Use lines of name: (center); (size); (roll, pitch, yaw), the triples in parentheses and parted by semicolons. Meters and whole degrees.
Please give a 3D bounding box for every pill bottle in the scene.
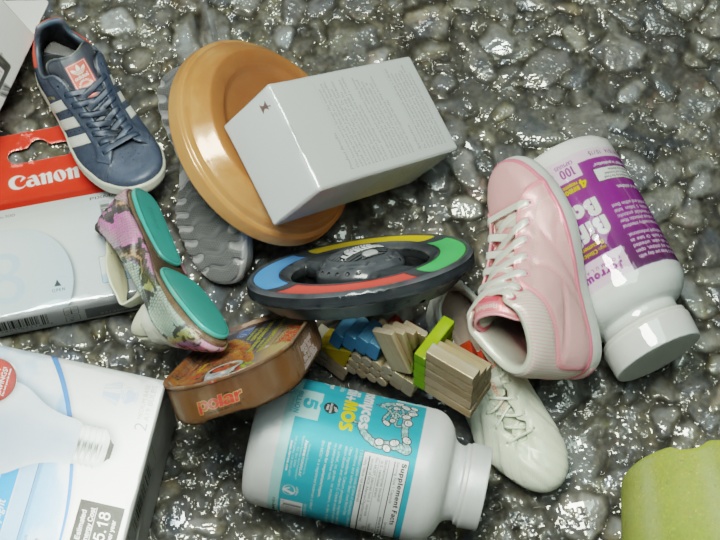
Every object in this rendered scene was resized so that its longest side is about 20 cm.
pill bottle: (0.218, -0.009, 1.277); (0.111, 0.113, 0.202); (-22, 68, -12)
pill bottle: (0.007, 0.159, 1.195); (0.197, 0.111, 0.112); (13, 66, 2)

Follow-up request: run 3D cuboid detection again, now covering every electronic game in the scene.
electronic game: (0.000, 0.000, 1.233); (0.197, 0.200, 0.042); (-10, 103, -7)

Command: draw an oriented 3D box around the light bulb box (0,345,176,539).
light bulb box: (-0.270, 0.177, 1.167); (0.197, 0.125, 0.201); (11, 67, 1)

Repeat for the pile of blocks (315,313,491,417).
pile of blocks: (0.035, 0.058, 1.224); (0.198, 0.083, 0.062); (12, 49, 40)

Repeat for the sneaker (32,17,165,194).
sneaker: (-0.247, -0.154, 1.316); (0.074, 0.085, 0.200); (-31, 61, -20)

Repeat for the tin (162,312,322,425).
tin: (-0.092, 0.076, 1.179); (0.111, 0.200, 0.042); (-21, 98, 13)

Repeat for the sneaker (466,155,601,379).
sneaker: (0.133, -0.002, 1.214); (0.104, 0.075, 0.203); (-5, 74, -40)

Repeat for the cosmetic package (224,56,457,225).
cosmetic package: (-0.014, -0.118, 1.274); (0.199, 0.071, 0.102); (-19, 79, -49)

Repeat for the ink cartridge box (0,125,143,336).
ink cartridge box: (-0.283, -0.049, 1.307); (0.158, 0.047, 0.203); (-11, 69, -8)

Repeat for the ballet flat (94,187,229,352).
ballet flat: (-0.174, 0.014, 1.221); (0.071, 0.069, 0.201); (-44, 53, 13)

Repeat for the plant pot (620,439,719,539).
plant pot: (0.281, 0.245, 1.141); (0.197, 0.201, 0.186); (-1, 55, -3)

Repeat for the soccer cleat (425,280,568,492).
soccer cleat: (0.115, 0.100, 1.243); (0.069, 0.078, 0.201); (-26, 70, -13)

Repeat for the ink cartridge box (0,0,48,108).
ink cartridge box: (-0.382, -0.188, 1.330); (0.114, 0.067, 0.202); (4, 63, 30)

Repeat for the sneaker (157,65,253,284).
sneaker: (-0.124, -0.088, 1.318); (0.074, 0.082, 0.203); (-14, 82, 32)

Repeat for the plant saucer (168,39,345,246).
plant saucer: (-0.082, -0.121, 1.292); (0.199, 0.037, 0.203); (23, 54, -34)
